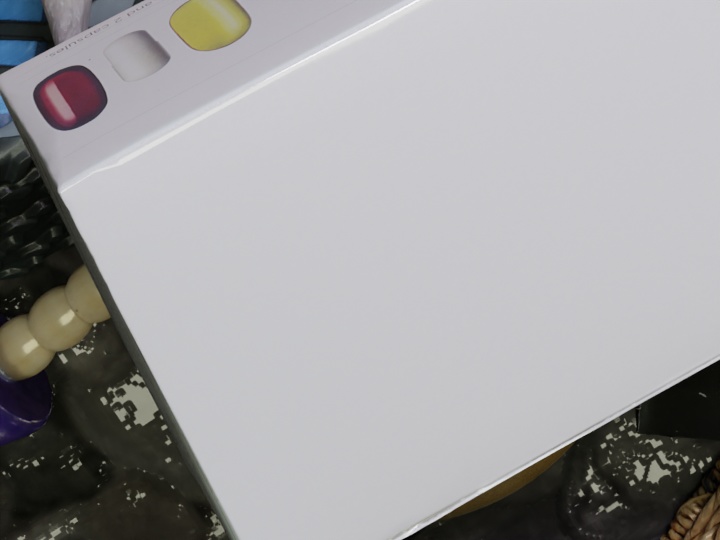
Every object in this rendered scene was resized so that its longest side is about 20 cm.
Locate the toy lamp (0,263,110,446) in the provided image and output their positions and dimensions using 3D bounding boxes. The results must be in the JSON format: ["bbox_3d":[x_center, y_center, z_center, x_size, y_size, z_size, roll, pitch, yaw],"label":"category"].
[{"bbox_3d":[-0.089,0.002,0.796,0.199,0.058,0.058,-37,104,16],"label":"toy lamp"}]

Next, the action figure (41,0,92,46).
[{"bbox_3d":[-0.167,-0.149,0.730,0.198,0.105,0.195,-1,67,-21],"label":"action figure"}]

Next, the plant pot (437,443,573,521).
[{"bbox_3d":[0.000,0.000,0.817,0.198,0.027,0.202,3,103,13],"label":"plant pot"}]

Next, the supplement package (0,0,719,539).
[{"bbox_3d":[0.015,-0.025,0.696,0.199,0.111,0.157,-28,118,-7],"label":"supplement package"}]

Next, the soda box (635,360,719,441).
[{"bbox_3d":[0.197,0.022,0.789,0.198,0.064,0.071,5,139,6],"label":"soda box"}]

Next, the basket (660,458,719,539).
[{"bbox_3d":[0.221,0.136,0.890,0.199,0.149,0.143,33,63,-12],"label":"basket"}]

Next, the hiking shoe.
[{"bbox_3d":[-0.110,-0.074,0.806,0.200,0.074,0.087,-43,59,18],"label":"hiking shoe"}]
